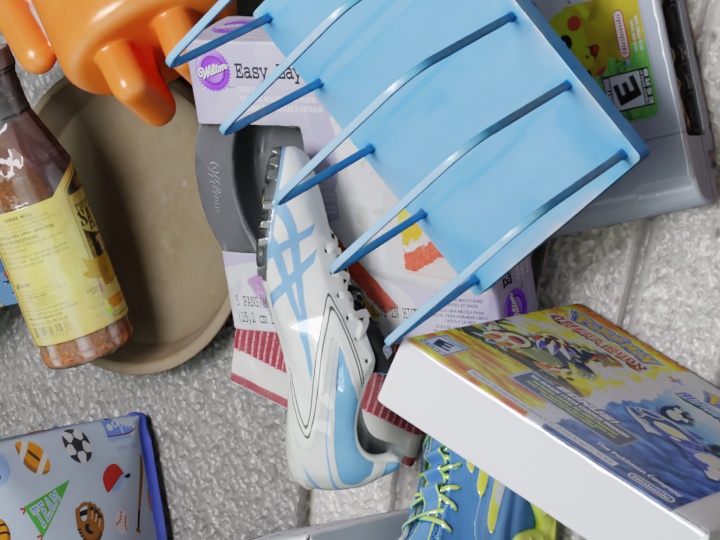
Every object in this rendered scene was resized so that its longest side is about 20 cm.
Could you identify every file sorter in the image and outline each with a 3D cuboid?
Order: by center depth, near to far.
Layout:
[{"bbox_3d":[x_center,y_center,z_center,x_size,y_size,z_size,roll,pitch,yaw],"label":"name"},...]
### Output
[{"bbox_3d":[0.018,-0.084,1.351,0.200,0.123,0.139,52,128,4],"label":"file sorter"}]

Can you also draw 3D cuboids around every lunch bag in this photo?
[{"bbox_3d":[-0.208,0.204,1.643,0.124,0.170,0.200,-13,89,39],"label":"lunch bag"}]

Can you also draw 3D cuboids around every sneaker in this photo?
[{"bbox_3d":[-0.018,0.025,1.472,0.072,0.072,0.200,-9,101,2],"label":"sneaker"},{"bbox_3d":[0.062,0.135,1.483,0.076,0.105,0.200,-10,91,36],"label":"sneaker"}]

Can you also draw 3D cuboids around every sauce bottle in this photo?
[{"bbox_3d":[-0.200,-0.040,1.609,0.066,0.066,0.200,-8,108,36],"label":"sauce bottle"}]

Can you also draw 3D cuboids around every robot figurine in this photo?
[{"bbox_3d":[-0.146,-0.187,1.577,0.144,0.117,0.200,-48,60,43],"label":"robot figurine"}]

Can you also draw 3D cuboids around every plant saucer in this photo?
[{"bbox_3d":[-0.143,-0.034,1.653,0.200,0.029,0.200,5,98,35],"label":"plant saucer"}]

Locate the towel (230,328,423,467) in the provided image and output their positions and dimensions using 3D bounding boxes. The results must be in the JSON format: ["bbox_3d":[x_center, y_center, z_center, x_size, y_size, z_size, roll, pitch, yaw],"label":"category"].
[{"bbox_3d":[0.000,0.000,1.562,0.144,0.023,0.200,24,111,28],"label":"towel"}]

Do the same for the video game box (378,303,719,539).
[{"bbox_3d":[0.140,0.090,1.376,0.200,0.182,0.047,32,110,27],"label":"video game box"}]

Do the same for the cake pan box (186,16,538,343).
[{"bbox_3d":[-0.002,-0.052,1.491,0.200,0.052,0.184,6,112,34],"label":"cake pan box"}]

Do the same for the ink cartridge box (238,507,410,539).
[{"bbox_3d":[-0.054,0.199,1.548,0.200,0.145,0.083,-16,85,36],"label":"ink cartridge box"}]

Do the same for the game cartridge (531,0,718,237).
[{"bbox_3d":[0.120,-0.123,1.452,0.133,0.040,0.200,-13,89,39],"label":"game cartridge"}]

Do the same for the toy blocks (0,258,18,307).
[{"bbox_3d":[-0.291,-0.028,1.668,0.137,0.100,0.200,-13,122,48],"label":"toy blocks"}]
